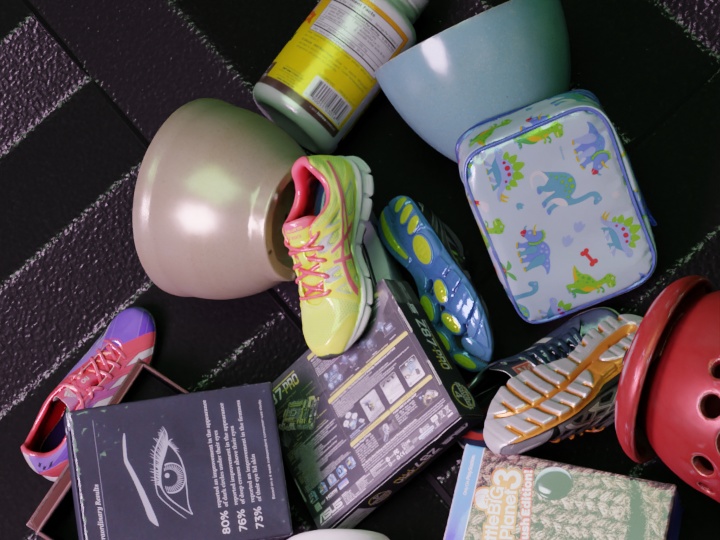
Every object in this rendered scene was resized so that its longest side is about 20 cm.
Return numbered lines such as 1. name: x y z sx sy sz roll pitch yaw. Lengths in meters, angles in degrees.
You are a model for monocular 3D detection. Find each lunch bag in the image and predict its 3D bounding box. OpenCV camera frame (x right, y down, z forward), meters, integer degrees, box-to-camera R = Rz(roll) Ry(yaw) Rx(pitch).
1. lunch bag: 0.190 -0.061 1.664 0.159 0.202 0.083 -22 21 5

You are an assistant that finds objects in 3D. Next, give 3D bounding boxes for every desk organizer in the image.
1. desk organizer: -0.243 0.191 1.731 0.071 0.077 0.201 35 80 -11

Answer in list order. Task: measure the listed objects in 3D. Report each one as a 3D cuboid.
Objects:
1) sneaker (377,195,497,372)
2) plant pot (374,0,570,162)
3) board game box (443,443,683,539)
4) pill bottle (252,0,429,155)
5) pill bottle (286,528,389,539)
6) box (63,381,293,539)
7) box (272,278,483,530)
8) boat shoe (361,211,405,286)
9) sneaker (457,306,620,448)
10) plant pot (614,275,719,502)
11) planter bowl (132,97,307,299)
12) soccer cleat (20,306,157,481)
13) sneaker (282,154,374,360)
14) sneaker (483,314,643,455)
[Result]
1. sneaker: 0.088 0.009 1.716 0.071 0.082 0.201 -47 54 30
2. plant pot: 0.130 -0.178 1.736 0.198 0.200 0.136 -24 90 5
3. board game box: 0.180 0.263 1.587 0.198 0.097 0.161 8 72 18
4. pill bottle: -0.016 -0.228 1.825 0.109 0.109 0.201 34 81 24
5. pill bottle: -0.020 0.348 1.603 0.108 0.110 0.202 -7 68 13
6. box: -0.174 0.195 1.647 0.198 0.104 0.150 -7 81 -11
7. box: 0.004 0.132 1.671 0.200 0.049 0.162 -44 63 26
8. boat shoe: -0.001 -0.001 1.753 0.068 0.074 0.201 -27 66 9
9. sneaker: 0.170 0.100 1.660 0.199 0.085 0.075 -39 64 -2
10. plant pot: 0.337 0.106 1.550 0.181 0.201 0.202 22 76 26
11. planter bowl: -0.111 -0.060 1.725 0.134 0.200 0.202 14 73 31
12. soccer cleat: -0.276 0.121 1.783 0.068 0.073 0.201 28 79 24
13. sneaker: -0.041 -0.017 1.650 0.078 0.090 0.202 -12 72 39
14. sneaker: 0.200 0.121 1.608 0.199 0.078 0.078 -29 37 -20
